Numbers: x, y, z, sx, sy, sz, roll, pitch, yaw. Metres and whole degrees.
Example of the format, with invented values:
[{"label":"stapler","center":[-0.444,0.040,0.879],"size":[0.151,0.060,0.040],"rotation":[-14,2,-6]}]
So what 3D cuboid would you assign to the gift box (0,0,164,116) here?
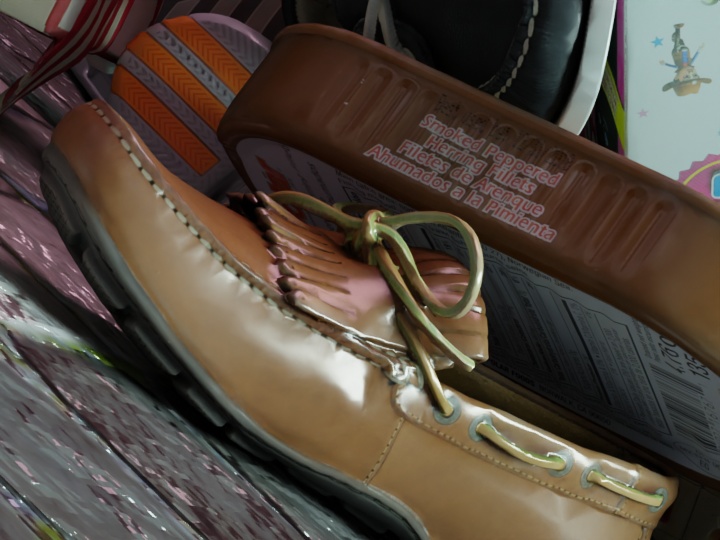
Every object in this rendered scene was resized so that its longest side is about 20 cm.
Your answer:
[{"label":"gift box","center":[-0.111,-0.154,0.737],"size":[0.187,0.200,0.185],"rotation":[26,7,2]}]

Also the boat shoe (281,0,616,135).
[{"label":"boat shoe","center":[0.020,-0.071,0.679],"size":[0.060,0.076,0.200],"rotation":[11,0,-13]}]

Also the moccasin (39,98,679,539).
[{"label":"moccasin","center":[0.005,0.019,0.603],"size":[0.201,0.078,0.074],"rotation":[39,5,-23]}]

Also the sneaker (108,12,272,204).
[{"label":"sneaker","center":[0.000,0.000,0.788],"size":[0.200,0.078,0.112],"rotation":[50,-5,3]}]

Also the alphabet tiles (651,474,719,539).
[{"label":"alphabet tiles","center":[0.147,0.087,0.720],"size":[0.166,0.006,0.200],"rotation":[29,-33,15]}]

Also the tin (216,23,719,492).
[{"label":"tin","center":[0.046,-0.002,0.644],"size":[0.200,0.042,0.112],"rotation":[28,-21,30]}]

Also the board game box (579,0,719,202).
[{"label":"board game box","center":[0.093,-0.078,0.719],"size":[0.148,0.064,0.200],"rotation":[-100,-179,-46]}]

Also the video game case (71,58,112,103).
[{"label":"video game case","center":[-0.035,-0.020,1.051],"size":[0.200,0.022,0.182],"rotation":[38,5,-26]}]

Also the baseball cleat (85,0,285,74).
[{"label":"baseball cleat","center":[-0.026,-0.110,0.848],"size":[0.200,0.107,0.070],"rotation":[11,32,27]}]
